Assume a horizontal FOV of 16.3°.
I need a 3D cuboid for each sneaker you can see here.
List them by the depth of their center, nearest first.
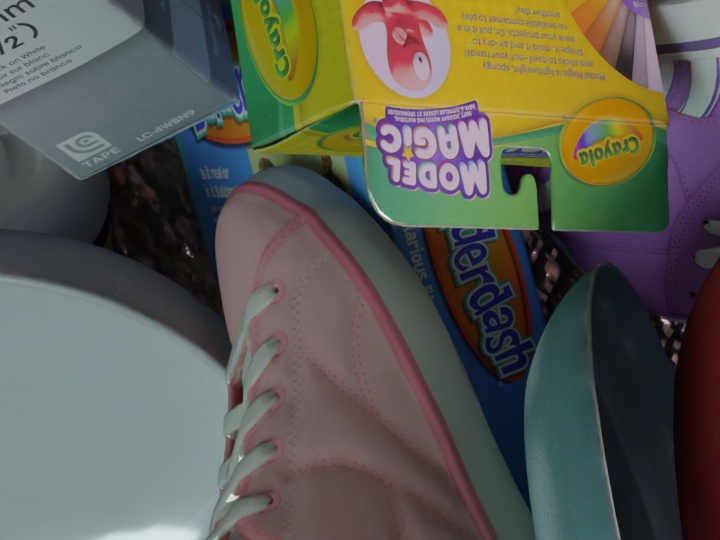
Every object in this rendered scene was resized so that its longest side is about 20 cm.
[{"bbox_3d":[-0.020,0.061,0.703,0.200,0.104,0.075,62,155,26],"label":"sneaker"},{"bbox_3d":[0.118,-0.043,0.724,0.114,0.073,0.200,57,149,-12],"label":"sneaker"}]

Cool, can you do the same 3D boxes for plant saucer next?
[{"bbox_3d":[0.081,0.097,0.688,0.027,0.200,0.200,-15,113,14],"label":"plant saucer"}]

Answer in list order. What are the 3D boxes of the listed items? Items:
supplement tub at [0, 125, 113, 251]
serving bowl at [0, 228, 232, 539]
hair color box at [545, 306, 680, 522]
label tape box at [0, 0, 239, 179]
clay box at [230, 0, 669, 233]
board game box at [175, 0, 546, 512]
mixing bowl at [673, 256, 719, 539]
[{"bbox_3d":[-0.162,0.039,0.957,0.145,0.145,0.200,21,132,26],"label":"supplement tub"},{"bbox_3d":[-0.113,0.061,0.839,0.200,0.066,0.200,3,127,3],"label":"serving bowl"},{"bbox_3d":[0.126,0.106,0.832,0.200,0.061,0.100,29,136,19],"label":"hair color box"},{"bbox_3d":[-0.120,-0.134,0.720,0.066,0.144,0.200,-23,148,18],"label":"label tape box"},{"bbox_3d":[0.017,-0.103,0.660,0.048,0.115,0.201,-18,75,47],"label":"clay box"},{"bbox_3d":[0.000,0.000,0.797,0.152,0.045,0.200,4,111,65],"label":"board game box"},{"bbox_3d":[0.159,0.030,0.675,0.200,0.200,0.108,102,149,-42],"label":"mixing bowl"}]
